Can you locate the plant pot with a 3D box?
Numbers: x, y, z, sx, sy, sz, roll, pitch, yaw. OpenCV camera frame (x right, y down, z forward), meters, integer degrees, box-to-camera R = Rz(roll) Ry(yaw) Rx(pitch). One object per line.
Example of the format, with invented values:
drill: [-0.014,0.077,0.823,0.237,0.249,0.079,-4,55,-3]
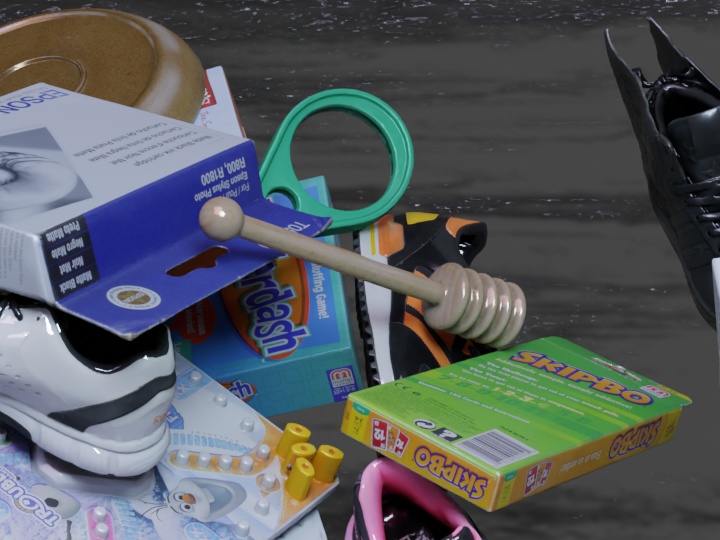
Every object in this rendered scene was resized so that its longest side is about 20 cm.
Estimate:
plant pot: [-0.193,-0.102,1.313,0.199,0.028,0.200,-10,38,8]

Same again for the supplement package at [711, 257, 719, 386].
supplement package: [0.250,0.118,0.995,0.147,0.192,0.200,-8,46,6]

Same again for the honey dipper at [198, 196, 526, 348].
honey dipper: [0.000,0.000,1.133,0.038,0.200,0.038,-29,53,47]

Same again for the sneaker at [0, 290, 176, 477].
sneaker: [-0.182,0.031,1.081,0.199,0.080,0.074,18,37,-4]

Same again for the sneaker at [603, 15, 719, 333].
sneaker: [0.196,-0.049,1.234,0.060,0.104,0.200,-20,45,-5]

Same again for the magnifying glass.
magnifying glass: [-0.051,-0.031,1.215,0.200,0.022,0.080,-38,89,-27]

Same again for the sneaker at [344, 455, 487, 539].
sneaker: [0.054,0.169,1.061,0.079,0.096,0.200,-30,57,-18]

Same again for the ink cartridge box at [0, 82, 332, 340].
ink cartridge box: [-0.144,-0.039,1.125,0.200,0.041,0.200,17,25,24]

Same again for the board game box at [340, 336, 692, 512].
board game box: [0.087,0.075,1.135,0.095,0.030,0.200,26,25,31]

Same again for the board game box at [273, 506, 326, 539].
board game box: [-0.098,0.181,1.077,0.199,0.026,0.200,4,40,-24]

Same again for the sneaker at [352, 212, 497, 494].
sneaker: [0.046,0.041,1.213,0.090,0.070,0.200,-6,47,-3]

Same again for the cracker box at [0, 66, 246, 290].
cracker box: [-0.159,-0.037,1.291,0.199,0.058,0.134,-17,40,-1]

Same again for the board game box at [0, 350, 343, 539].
board game box: [-0.137,0.086,1.122,0.200,0.026,0.200,35,37,17]

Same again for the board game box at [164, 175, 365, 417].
board game box: [-0.105,0.029,1.282,0.199,0.045,0.152,-13,43,2]
